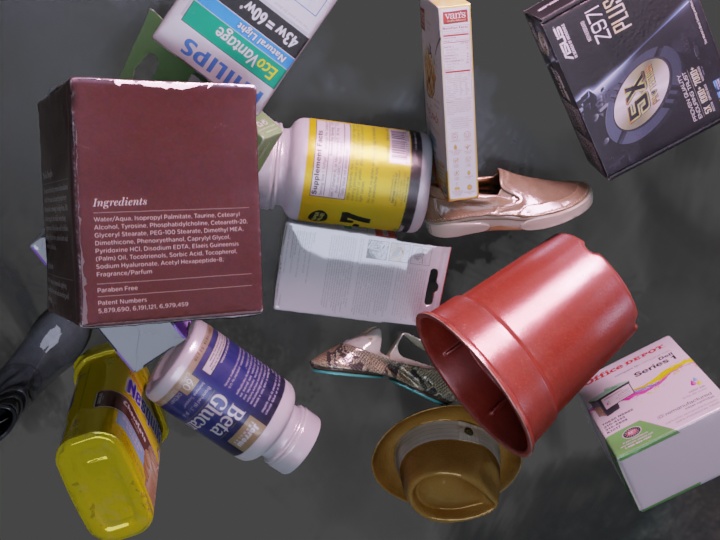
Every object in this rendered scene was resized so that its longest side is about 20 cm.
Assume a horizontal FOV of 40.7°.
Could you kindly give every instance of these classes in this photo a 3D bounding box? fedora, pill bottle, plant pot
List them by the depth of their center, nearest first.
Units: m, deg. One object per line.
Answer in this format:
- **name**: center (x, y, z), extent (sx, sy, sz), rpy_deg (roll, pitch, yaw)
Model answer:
- **pill bottle**: center (-0.026, -0.108, 1.079), extent (0.197, 0.115, 0.116), rpy_deg (6, 110, -6)
- **plant pot**: center (0.200, 0.073, 1.116), extent (0.194, 0.200, 0.202), rpy_deg (-36, 110, -12)
- **pill bottle**: center (-0.149, 0.158, 1.170), extent (0.199, 0.111, 0.111), rpy_deg (37, 104, -16)
- **fedora**: center (0.113, 0.260, 1.224), extent (0.198, 0.082, 0.203), rpy_deg (-2, 127, -3)

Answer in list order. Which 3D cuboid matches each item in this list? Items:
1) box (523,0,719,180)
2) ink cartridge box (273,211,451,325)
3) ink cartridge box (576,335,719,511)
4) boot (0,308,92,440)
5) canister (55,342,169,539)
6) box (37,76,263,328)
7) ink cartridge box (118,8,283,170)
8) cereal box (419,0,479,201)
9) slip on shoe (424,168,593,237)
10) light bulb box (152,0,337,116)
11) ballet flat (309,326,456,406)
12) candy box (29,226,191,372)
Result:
- **box**: center (0.298, -0.232, 1.074), extent (0.162, 0.086, 0.201), rpy_deg (-27, 110, 6)
- **ink cartridge box**: center (0.000, 0.000, 1.157), extent (0.197, 0.050, 0.110), rpy_deg (8, 109, -8)
- **ink cartridge box**: center (0.357, 0.178, 1.172), extent (0.144, 0.200, 0.085), rpy_deg (-27, 107, 6)
- **boot**: center (-0.391, 0.134, 1.130), extent (0.070, 0.132, 0.200), rpy_deg (37, 104, -16)
- **canister**: center (-0.284, 0.194, 1.121), extent (0.085, 0.200, 0.150), rpy_deg (-17, 114, 0)
- **box**: center (-0.191, -0.059, 0.871), extent (0.162, 0.165, 0.203), rpy_deg (-3, 95, -26)
- **ink cartridge box**: center (-0.191, -0.153, 1.021), extent (0.200, 0.048, 0.146), rpy_deg (42, 122, 8)
- **cereal box**: center (0.094, -0.191, 1.042), extent (0.039, 0.144, 0.203), rpy_deg (-6, 110, -2)
- **slip on shoe**: center (0.171, -0.087, 1.127), extent (0.197, 0.076, 0.061), rpy_deg (-7, 118, 6)
- **light bulb box**: center (-0.092, -0.285, 0.963), extent (0.124, 0.199, 0.201), rpy_deg (35, 103, -14)
- **ballet flat**: center (0.036, 0.111, 1.200), extent (0.198, 0.068, 0.076), rpy_deg (17, 87, -16)
- **candy box**: center (-0.253, -0.011, 1.050), extent (0.071, 0.200, 0.169), rpy_deg (-32, 109, 8)
